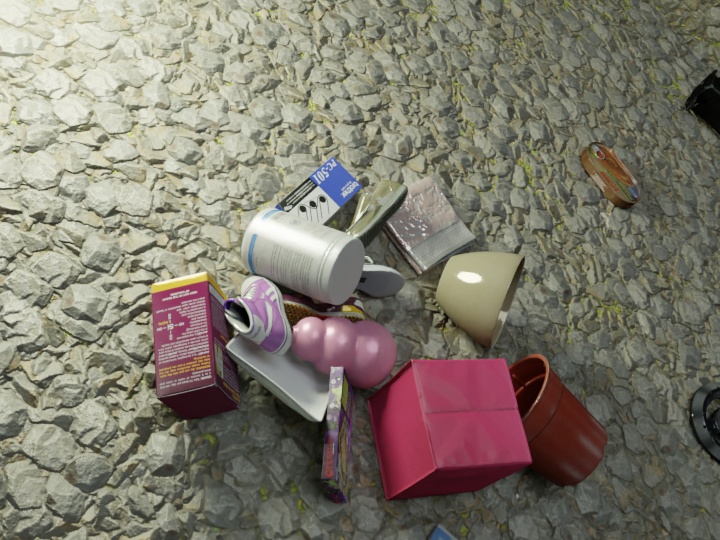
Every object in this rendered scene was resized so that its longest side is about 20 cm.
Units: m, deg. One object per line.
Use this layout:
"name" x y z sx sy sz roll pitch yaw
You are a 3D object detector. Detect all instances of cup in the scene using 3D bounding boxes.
"cup" 0.239 0.041 1.653 0.142 0.201 0.201 21 49 16

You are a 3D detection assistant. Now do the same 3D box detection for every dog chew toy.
"dog chew toy" -0.036 0.140 1.463 0.198 0.125 0.126 18 54 -20

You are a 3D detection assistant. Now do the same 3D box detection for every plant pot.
"plant pot" 0.356 0.302 1.550 0.195 0.200 0.202 40 50 -11

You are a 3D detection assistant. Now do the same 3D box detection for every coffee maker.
"coffee maker" 1.122 -0.492 2.498 0.200 0.135 0.192 41 74 1

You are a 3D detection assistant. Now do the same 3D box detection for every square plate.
"square plate" -0.136 0.171 1.398 0.199 0.029 0.198 39 14 -3

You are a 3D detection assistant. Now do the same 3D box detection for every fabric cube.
"fabric cube" 0.152 0.283 1.436 0.197 0.196 0.202 2 61 -25

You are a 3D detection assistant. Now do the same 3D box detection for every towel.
"towel" 0.142 -0.103 1.771 0.199 0.032 0.192 -29 78 -39

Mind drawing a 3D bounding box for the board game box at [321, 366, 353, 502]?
"board game box" -0.037 0.283 1.385 0.032 0.120 0.202 -4 55 12

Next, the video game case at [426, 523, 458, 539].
"video game case" 0.167 0.572 1.378 0.200 0.022 0.182 41 51 -1

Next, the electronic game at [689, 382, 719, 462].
"electronic game" 0.855 0.358 1.872 0.198 0.042 0.202 8 61 -16

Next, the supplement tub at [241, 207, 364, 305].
"supplement tub" -0.107 -0.027 1.475 0.199 0.133 0.132 21 46 25

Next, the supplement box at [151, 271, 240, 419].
"supplement box" -0.271 0.126 1.325 0.102 0.131 0.202 -13 62 4

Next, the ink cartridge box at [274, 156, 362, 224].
"ink cartridge box" -0.088 -0.146 1.662 0.094 0.044 0.200 43 51 -1

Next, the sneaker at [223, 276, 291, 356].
"sneaker" -0.192 0.055 1.396 0.114 0.073 0.201 32 13 -36

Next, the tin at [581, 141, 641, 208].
"tin" 0.669 -0.254 2.147 0.111 0.042 0.201 -24 75 -41

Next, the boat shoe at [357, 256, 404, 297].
"boat shoe" -0.001 0.002 1.604 0.198 0.074 0.068 6 39 -30

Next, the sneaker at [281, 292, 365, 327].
"sneaker" -0.089 0.067 1.523 0.198 0.075 0.091 12 40 -22

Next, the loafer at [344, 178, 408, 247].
"loafer" 0.019 -0.117 1.679 0.069 0.075 0.200 36 63 14
